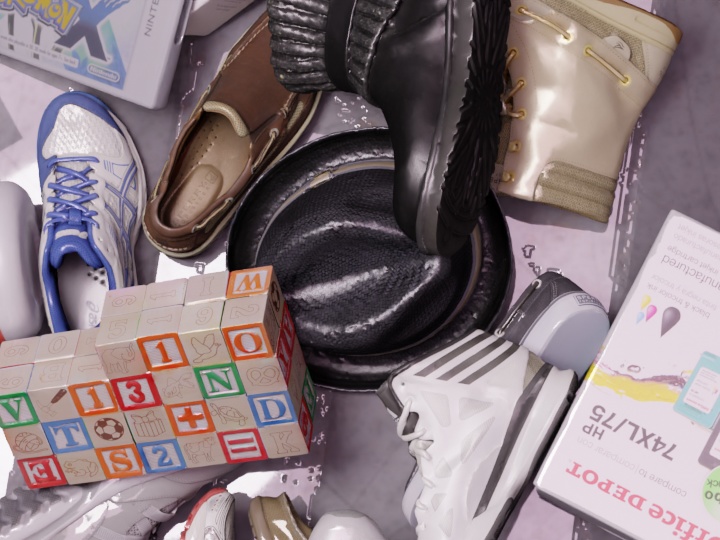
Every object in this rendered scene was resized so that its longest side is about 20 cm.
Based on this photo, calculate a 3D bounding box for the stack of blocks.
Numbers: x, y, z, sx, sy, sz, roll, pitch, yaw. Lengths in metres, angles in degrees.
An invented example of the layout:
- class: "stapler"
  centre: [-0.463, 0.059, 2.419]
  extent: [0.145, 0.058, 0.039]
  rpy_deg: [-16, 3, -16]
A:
- class: "stack of blocks"
  centre: [-0.140, 0.072, 1.679]
  extent: [0.199, 0.059, 0.116]
  rpy_deg: [-9, 127, 13]

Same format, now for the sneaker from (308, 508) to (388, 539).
- class: "sneaker"
  centre: [-0.008, 0.256, 1.646]
  extent: [0.070, 0.080, 0.202]
  rpy_deg: [1, 93, 5]

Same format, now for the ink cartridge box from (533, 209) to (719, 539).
- class: "ink cartridge box"
  centre: [0.221, 0.089, 1.676]
  extent: [0.146, 0.146, 0.201]
  rpy_deg: [26, 87, 7]

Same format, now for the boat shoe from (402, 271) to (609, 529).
- class: "boat shoe"
  centre: [0.087, 0.085, 1.729]
  extent: [0.200, 0.070, 0.066]
  rpy_deg: [-56, 43, 15]

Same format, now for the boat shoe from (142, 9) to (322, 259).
- class: "boat shoe"
  centre: [-0.081, -0.100, 1.754]
  extent: [0.074, 0.075, 0.203]
  rpy_deg: [27, 82, 6]

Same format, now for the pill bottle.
- class: "pill bottle"
  centre: [-0.320, 0.003, 1.747]
  extent: [0.199, 0.112, 0.113]
  rpy_deg: [-6, 83, 4]

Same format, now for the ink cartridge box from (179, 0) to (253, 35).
- class: "ink cartridge box"
  centre: [-0.074, -0.262, 1.743]
  extent: [0.200, 0.067, 0.117]
  rpy_deg: [-34, 78, 22]

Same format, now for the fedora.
- class: "fedora"
  centre: [0.000, 0.000, 1.709]
  extent: [0.199, 0.092, 0.202]
  rpy_deg: [2, 101, 10]

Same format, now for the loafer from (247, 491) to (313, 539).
- class: "loafer"
  centre: [-0.001, 0.224, 1.720]
  extent: [0.067, 0.076, 0.200]
  rpy_deg: [-38, 92, -1]

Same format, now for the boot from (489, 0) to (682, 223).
- class: "boot"
  centre: [0.102, -0.129, 1.733]
  extent: [0.199, 0.073, 0.156]
  rpy_deg: [20, 94, -11]

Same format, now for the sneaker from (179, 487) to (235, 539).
- class: "sneaker"
  centre: [-0.075, 0.244, 1.720]
  extent: [0.082, 0.078, 0.201]
  rpy_deg: [-11, 92, 9]

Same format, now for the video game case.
- class: "video game case"
  centre: [-0.197, -0.227, 1.757]
  extent: [0.199, 0.022, 0.183]
  rpy_deg: [21, 102, 24]

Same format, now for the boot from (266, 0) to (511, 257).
- class: "boot"
  centre: [0.010, -0.115, 1.671]
  extent: [0.157, 0.079, 0.212]
  rpy_deg: [3, 77, 25]

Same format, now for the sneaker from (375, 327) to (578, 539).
- class: "sneaker"
  centre: [0.048, 0.130, 1.658]
  extent: [0.115, 0.076, 0.201]
  rpy_deg: [28, 83, 6]

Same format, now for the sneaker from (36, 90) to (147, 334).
- class: "sneaker"
  centre: [-0.186, -0.030, 1.753]
  extent: [0.075, 0.088, 0.201]
  rpy_deg: [-10, 82, 5]

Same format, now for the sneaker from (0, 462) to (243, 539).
- class: "sneaker"
  centre: [-0.163, 0.162, 1.751]
  extent: [0.199, 0.075, 0.082]
  rpy_deg: [-25, 117, -3]
